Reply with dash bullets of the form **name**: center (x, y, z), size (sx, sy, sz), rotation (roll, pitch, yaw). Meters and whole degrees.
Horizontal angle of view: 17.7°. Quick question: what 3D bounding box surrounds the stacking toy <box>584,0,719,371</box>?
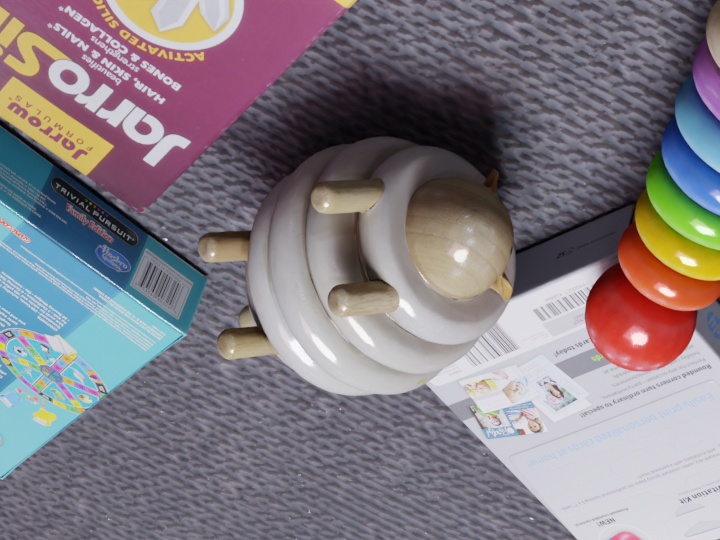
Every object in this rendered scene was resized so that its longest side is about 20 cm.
- **stacking toy**: center (0.162, -0.029, 1.061), size (0.085, 0.086, 0.201), rotation (22, 128, -3)

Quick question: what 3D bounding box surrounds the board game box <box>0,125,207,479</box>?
- **board game box**: center (-0.203, 0.021, 1.290), size (0.151, 0.047, 0.200), rotation (37, 134, -18)

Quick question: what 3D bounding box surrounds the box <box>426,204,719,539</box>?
- **box**: center (0.137, 0.069, 1.221), size (0.155, 0.041, 0.200), rotation (-24, 121, 36)

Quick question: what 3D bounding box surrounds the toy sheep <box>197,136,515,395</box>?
- **toy sheep**: center (0.000, 0.000, 1.139), size (0.199, 0.138, 0.138), rotation (-15, 128, 48)

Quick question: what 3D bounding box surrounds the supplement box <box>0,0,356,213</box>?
- **supplement box**: center (-0.087, -0.141, 1.046), size (0.130, 0.104, 0.200), rotation (34, 136, -15)
